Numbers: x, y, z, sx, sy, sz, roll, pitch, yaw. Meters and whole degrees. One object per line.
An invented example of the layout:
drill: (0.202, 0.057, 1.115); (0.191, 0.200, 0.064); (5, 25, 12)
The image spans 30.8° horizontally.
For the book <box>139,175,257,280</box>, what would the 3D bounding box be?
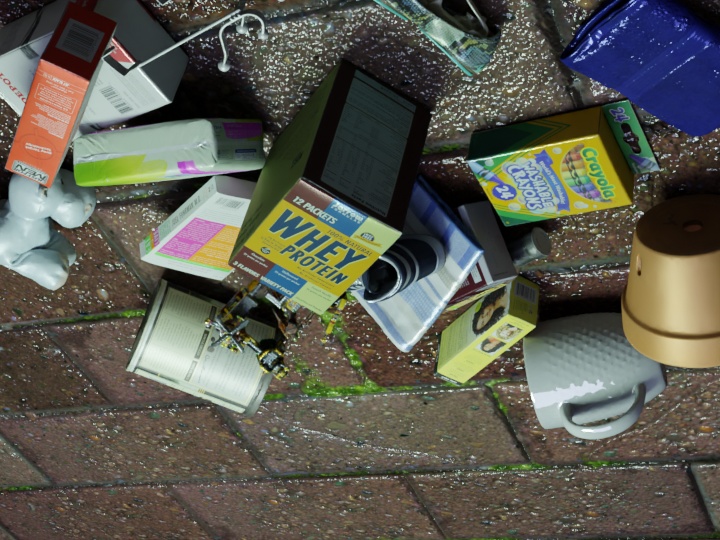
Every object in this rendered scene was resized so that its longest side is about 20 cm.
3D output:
book: (-0.191, -0.057, 1.753); (0.133, 0.048, 0.200); (10, 149, -38)

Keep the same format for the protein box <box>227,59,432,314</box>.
protein box: (-0.035, -0.097, 1.557); (0.134, 0.201, 0.199); (29, 139, -15)

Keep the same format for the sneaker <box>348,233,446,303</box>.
sneaker: (0.000, 0.000, 1.654); (0.199, 0.108, 0.071); (-9, 103, 39)

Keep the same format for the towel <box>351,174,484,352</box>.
towel: (0.063, -0.007, 1.690); (0.147, 0.024, 0.200); (51, 127, 21)

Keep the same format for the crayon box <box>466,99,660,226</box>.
crayon box: (0.243, -0.125, 1.566); (0.199, 0.052, 0.126); (-10, 137, 28)

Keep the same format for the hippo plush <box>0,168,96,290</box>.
hippo plush: (-0.453, -0.090, 1.788); (0.199, 0.160, 0.161); (20, 114, -34)

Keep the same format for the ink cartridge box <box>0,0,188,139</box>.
ink cartridge box: (-0.330, -0.247, 1.559); (0.199, 0.083, 0.147); (-14, 134, 32)

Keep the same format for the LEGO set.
LEGO set: (-0.106, 0.065, 1.806); (0.200, 0.116, 0.154); (-39, 116, 4)

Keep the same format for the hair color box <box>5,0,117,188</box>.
hair color box: (-0.340, -0.195, 1.477); (0.061, 0.102, 0.200); (23, 140, -11)

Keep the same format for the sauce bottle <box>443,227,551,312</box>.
sauce bottle: (0.166, -0.003, 1.738); (0.065, 0.065, 0.200); (34, 139, -26)

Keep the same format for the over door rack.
over door rack: (-0.164, -0.278, 1.417); (0.199, 0.148, 0.067); (-10, 132, 28)

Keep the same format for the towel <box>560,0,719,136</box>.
towel: (0.335, -0.230, 1.411); (0.199, 0.050, 0.148); (27, 148, -18)

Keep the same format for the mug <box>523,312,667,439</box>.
mug: (0.323, 0.147, 1.773); (0.174, 0.201, 0.148); (-12, 128, 17)

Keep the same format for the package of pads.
package of pads: (-0.232, -0.147, 1.613); (0.199, 0.069, 0.154); (-5, -176, 22)

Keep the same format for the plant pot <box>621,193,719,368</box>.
plant pot: (0.408, 0.002, 1.579); (0.199, 0.200, 0.141); (-3, 125, 20)

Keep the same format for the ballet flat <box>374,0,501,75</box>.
ballet flat: (0.071, -0.291, 1.406); (0.199, 0.075, 0.074); (32, 139, -26)

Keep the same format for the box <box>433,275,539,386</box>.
box: (0.175, 0.085, 1.843); (0.050, 0.076, 0.200); (23, 141, -17)

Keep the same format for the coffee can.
coffee can: (-0.230, 0.115, 1.945); (0.199, 0.147, 0.147); (22, 142, -11)

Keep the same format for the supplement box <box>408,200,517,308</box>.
supplement box: (0.099, -0.004, 1.715); (0.199, 0.109, 0.061); (-26, 171, 41)
